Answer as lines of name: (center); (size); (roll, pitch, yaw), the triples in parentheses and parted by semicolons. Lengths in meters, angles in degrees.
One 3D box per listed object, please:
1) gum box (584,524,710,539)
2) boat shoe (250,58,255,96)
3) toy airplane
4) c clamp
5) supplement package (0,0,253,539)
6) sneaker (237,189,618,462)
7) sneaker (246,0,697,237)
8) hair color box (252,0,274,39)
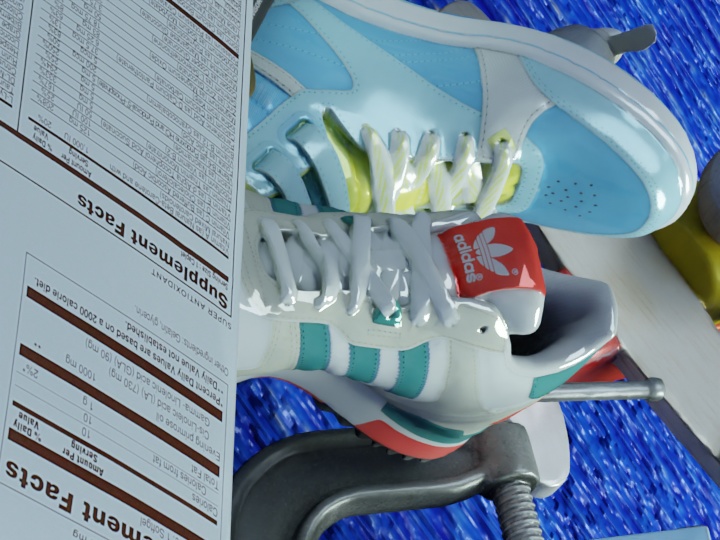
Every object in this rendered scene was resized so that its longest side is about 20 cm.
gum box: (0.039, 0.184, 0.779); (0.169, 0.045, 0.201); (-5, 68, -14)
boat shoe: (-0.092, -0.113, 0.873); (0.072, 0.066, 0.201); (47, 15, -46)
toy airplane: (0.109, 0.000, 1.006); (0.199, 0.141, 0.200); (30, 37, -25)
c clamp: (0.039, 0.115, 0.857); (0.170, 0.027, 0.201); (3, 57, -17)
supplement package: (-0.142, 0.004, 0.603); (0.147, 0.191, 0.201); (34, 42, -37)
sneaker: (0.000, 0.000, 0.801); (0.199, 0.093, 0.071); (24, 49, -47)
sneaker: (0.008, -0.029, 0.896); (0.199, 0.080, 0.131); (19, 46, 6)
hair color box: (-0.106, -0.118, 0.699); (0.200, 0.060, 0.099); (38, 73, -39)
